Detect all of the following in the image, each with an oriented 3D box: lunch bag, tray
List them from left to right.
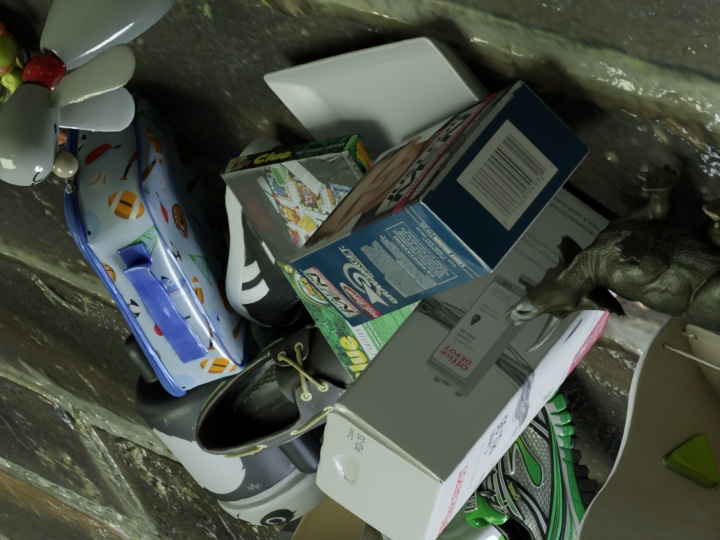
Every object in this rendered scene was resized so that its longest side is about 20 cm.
[{"bbox_3d":[-0.147,-0.017,1.755,0.160,0.075,0.200,-97,-18,-50],"label":"lunch bag"},{"bbox_3d":[0.025,-0.097,1.517,0.107,0.022,0.200,49,156,-19],"label":"tray"}]

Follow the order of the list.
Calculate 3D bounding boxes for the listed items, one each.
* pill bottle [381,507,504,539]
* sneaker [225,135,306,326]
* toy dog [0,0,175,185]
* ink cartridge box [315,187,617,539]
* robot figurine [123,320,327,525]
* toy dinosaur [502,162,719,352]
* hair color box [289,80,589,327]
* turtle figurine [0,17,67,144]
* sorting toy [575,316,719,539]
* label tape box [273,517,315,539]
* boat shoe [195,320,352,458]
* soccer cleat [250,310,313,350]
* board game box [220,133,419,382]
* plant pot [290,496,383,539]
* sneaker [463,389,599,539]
[{"bbox_3d":[0.103,0.234,1.882,0.111,0.111,0.200,16,147,45],"label":"pill bottle"},{"bbox_3d":[-0.032,0.000,1.716,0.112,0.073,0.200,30,155,20],"label":"sneaker"},{"bbox_3d":[-0.151,-0.137,1.544,0.096,0.200,0.132,23,-178,-2],"label":"toy dog"},{"bbox_3d":[0.068,0.058,1.500,0.083,0.200,0.147,36,158,11],"label":"ink cartridge box"},{"bbox_3d":[-0.097,0.110,1.945,0.200,0.125,0.150,52,-162,-26],"label":"robot figurine"},{"bbox_3d":[0.185,-0.001,1.397,0.200,0.077,0.102,6,154,0],"label":"toy dinosaur"},{"bbox_3d":[0.041,-0.036,1.446,0.061,0.100,0.200,44,157,-9],"label":"hair color box"},{"bbox_3d":[-0.285,-0.160,1.827,0.200,0.064,0.161,38,166,-17],"label":"turtle figurine"},{"bbox_3d":[0.219,0.133,1.412,0.200,0.180,0.107,23,137,36],"label":"sorting toy"},{"bbox_3d":[-0.041,0.307,2.121,0.144,0.200,0.063,49,156,-22],"label":"label tape box"},{"bbox_3d":[-0.039,0.079,1.765,0.201,0.061,0.072,-37,78,38],"label":"boat shoe"},{"bbox_3d":[0.003,0.064,1.806,0.200,0.067,0.081,33,133,28],"label":"soccer cleat"},{"bbox_3d":[0.000,0.000,1.621,0.105,0.023,0.200,-10,126,33],"label":"board game box"},{"bbox_3d":[0.019,0.264,1.992,0.134,0.200,0.200,27,160,-13],"label":"plant pot"},{"bbox_3d":[0.103,0.125,1.675,0.200,0.085,0.078,66,161,1],"label":"sneaker"}]
